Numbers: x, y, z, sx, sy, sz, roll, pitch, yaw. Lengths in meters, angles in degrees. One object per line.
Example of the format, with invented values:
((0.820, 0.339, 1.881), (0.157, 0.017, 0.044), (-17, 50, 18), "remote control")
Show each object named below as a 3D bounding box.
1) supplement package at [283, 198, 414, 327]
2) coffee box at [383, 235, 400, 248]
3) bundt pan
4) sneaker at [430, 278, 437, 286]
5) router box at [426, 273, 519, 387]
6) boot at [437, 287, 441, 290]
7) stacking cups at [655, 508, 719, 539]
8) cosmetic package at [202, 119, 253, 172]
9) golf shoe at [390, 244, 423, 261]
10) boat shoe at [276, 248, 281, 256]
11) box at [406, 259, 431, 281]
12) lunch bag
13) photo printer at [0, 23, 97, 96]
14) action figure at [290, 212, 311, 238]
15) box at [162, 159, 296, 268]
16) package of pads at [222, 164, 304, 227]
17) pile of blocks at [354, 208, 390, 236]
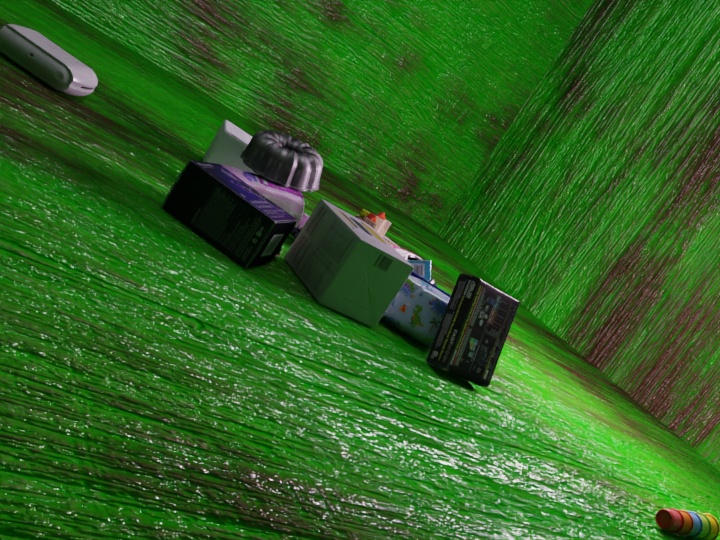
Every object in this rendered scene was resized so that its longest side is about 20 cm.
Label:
((-0.027, -0.017, 1.614), (0.151, 0.151, 0.200), (26, 12, -36), "supplement package")
((0.034, -0.059, 2.231), (0.113, 0.080, 0.199), (40, 11, 35), "coffee box")
((-0.174, -0.264, 1.860), (0.201, 0.076, 0.202), (22, 21, -9), "bundt pan")
((0.190, 0.086, 2.139), (0.088, 0.076, 0.200), (49, 13, -3), "sneaker")
((0.235, 0.126, 1.656), (0.149, 0.201, 0.062), (27, -8, -41), "router box")
((0.193, 0.100, 1.931), (0.199, 0.090, 0.073), (23, 29, -39), "boot")
((0.671, 0.516, 1.643), (0.199, 0.061, 0.061), (27, 12, -40), "stacking cups")
((-0.291, -0.270, 2.037), (0.199, 0.123, 0.200), (33, 10, -17), "cosmetic package")
((0.080, -0.031, 2.027), (0.199, 0.073, 0.092), (6, 5, -38), "golf shoe")
((-0.215, -0.098, 1.650), (0.071, 0.063, 0.200), (27, 14, -47), "boat shoe")
((0.121, 0.018, 1.952), (0.081, 0.050, 0.200), (2, -12, -1), "box")
((0.128, 0.084, 1.769), (0.169, 0.128, 0.200), (32, -3, -2), "lunch bag")
((-0.692, -0.464, 1.791), (0.199, 0.070, 0.166), (34, 9, -5), "photo printer")
((-0.103, -0.096, 1.903), (0.200, 0.105, 0.193), (39, 4, 25), "action figure")
((-0.239, -0.106, 1.478), (0.199, 0.105, 0.148), (36, 10, 5), "box")
((-0.229, -0.168, 1.789), (0.199, 0.076, 0.121), (15, 21, -21), "package of pads")
((0.031, -0.142, 2.197), (0.082, 0.062, 0.200), (34, 8, 12), "pile of blocks")
